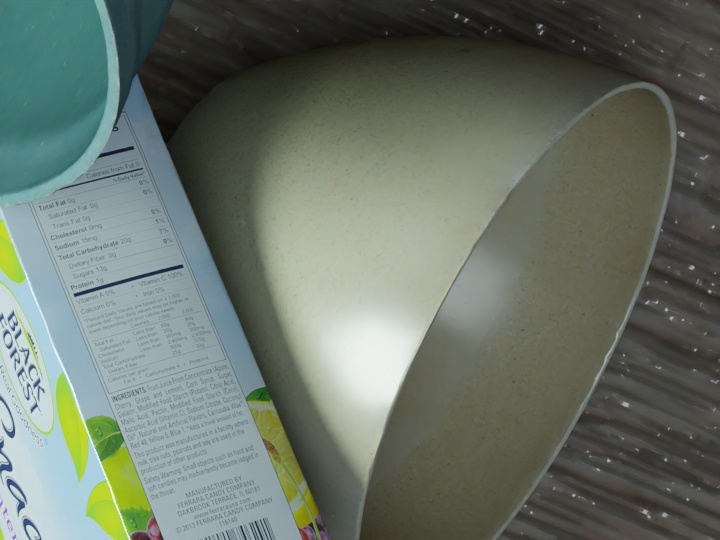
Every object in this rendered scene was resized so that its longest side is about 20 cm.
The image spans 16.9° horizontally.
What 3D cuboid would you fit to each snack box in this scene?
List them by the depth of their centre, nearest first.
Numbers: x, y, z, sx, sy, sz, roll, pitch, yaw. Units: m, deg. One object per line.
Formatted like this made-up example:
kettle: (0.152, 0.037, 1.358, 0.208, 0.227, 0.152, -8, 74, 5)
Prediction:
snack box: (-0.098, 0.040, 0.786, 0.068, 0.169, 0.200, -17, 75, -30)

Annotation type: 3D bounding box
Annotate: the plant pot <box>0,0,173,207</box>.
plant pot: (-0.123, -0.134, 0.658, 0.200, 0.134, 0.200, 20, 146, 14)

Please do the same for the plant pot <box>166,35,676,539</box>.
plant pot: (0.000, 0.000, 0.829, 0.134, 0.200, 0.200, 27, 108, 21)
